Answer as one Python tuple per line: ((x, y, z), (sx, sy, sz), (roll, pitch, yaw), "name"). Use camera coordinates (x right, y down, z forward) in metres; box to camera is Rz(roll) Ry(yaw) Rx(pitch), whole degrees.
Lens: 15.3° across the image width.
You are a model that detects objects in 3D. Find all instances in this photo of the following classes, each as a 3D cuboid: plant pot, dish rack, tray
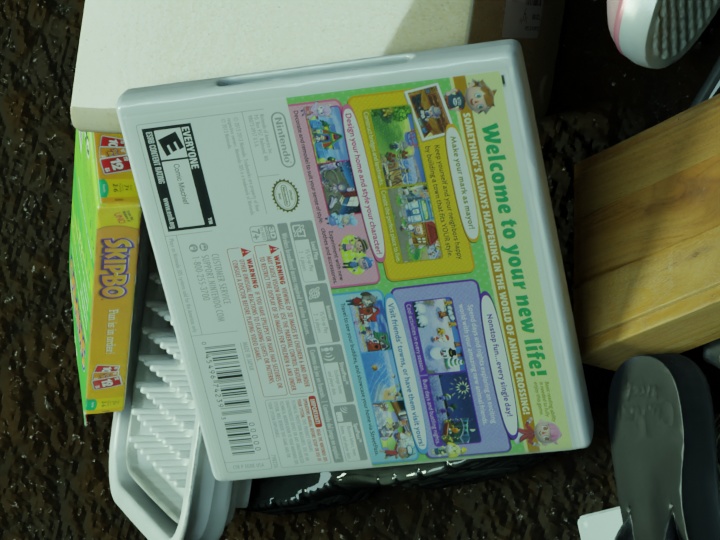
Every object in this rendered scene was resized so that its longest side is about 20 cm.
((-0.002, -0.152, 1.260), (0.177, 0.200, 0.200), (9, 95, 21), "plant pot")
((-0.081, 0.034, 1.347), (0.172, 0.043, 0.200), (-154, 71, -70), "dish rack")
((0.167, -0.029, 1.176), (0.200, 0.037, 0.099), (-26, 56, 51), "tray")

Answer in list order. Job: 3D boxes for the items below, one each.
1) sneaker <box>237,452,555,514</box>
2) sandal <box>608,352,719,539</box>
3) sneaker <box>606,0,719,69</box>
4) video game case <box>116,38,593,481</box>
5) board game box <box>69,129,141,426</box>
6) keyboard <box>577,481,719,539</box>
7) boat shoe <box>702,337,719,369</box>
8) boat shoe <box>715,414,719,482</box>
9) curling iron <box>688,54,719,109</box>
((0.014, 0.066, 1.311), (0.200, 0.076, 0.091), (-11, 79, 30), "sneaker")
((0.134, 0.138, 1.194), (0.076, 0.043, 0.201), (-26, 71, 57), "sandal")
((0.130, -0.196, 1.232), (0.104, 0.075, 0.201), (16, 88, 29), "sneaker")
((0.000, 0.000, 1.204), (0.182, 0.022, 0.200), (-6, 116, 13), "video game case")
((-0.131, -0.011, 1.352), (0.200, 0.030, 0.096), (106, 159, -53), "board game box")
((0.160, 0.124, 1.204), (0.200, 0.011, 0.056), (-24, 71, 57), "keyboard")
((0.236, 0.061, 1.176), (0.200, 0.073, 0.065), (37, 114, 37), "boat shoe")
((0.219, 0.136, 1.186), (0.073, 0.062, 0.200), (-46, 67, 24), "boat shoe")
((0.193, -0.146, 1.221), (0.049, 0.026, 0.200), (22, 110, -7), "curling iron")
